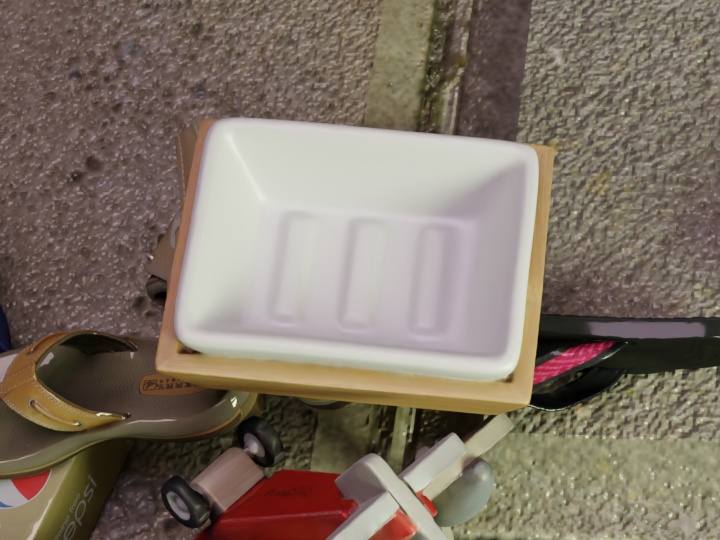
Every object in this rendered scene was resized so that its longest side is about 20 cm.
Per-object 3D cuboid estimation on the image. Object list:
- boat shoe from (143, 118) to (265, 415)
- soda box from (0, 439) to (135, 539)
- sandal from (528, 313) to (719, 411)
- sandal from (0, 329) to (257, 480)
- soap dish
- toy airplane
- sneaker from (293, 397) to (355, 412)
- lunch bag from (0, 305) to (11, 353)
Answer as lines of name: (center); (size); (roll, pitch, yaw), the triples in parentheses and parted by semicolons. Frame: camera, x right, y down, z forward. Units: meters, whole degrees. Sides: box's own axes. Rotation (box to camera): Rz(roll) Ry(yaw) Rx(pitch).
boat shoe: (-0.101, -0.001, 1.347); (0.065, 0.072, 0.200); (-12, 64, 5)
soda box: (-0.206, 0.158, 1.281); (0.068, 0.064, 0.200); (15, 64, 21)
sandal: (0.119, 0.054, 1.262); (0.200, 0.075, 0.045); (-1, 71, 10)
sandal: (-0.157, 0.066, 1.252); (0.200, 0.054, 0.080); (-8, 57, 13)
soap dish: (0.000, 0.000, 1.210); (0.200, 0.081, 0.157); (5, 63, 6)
toy airplane: (-0.006, 0.155, 1.182); (0.200, 0.141, 0.199); (-24, 16, 10)
sneaker: (0.028, -0.004, 1.303); (0.200, 0.090, 0.075); (-44, 60, -13)
lunch bag: (-0.305, -0.005, 1.321); (0.136, 0.200, 0.132); (-23, 55, 6)
